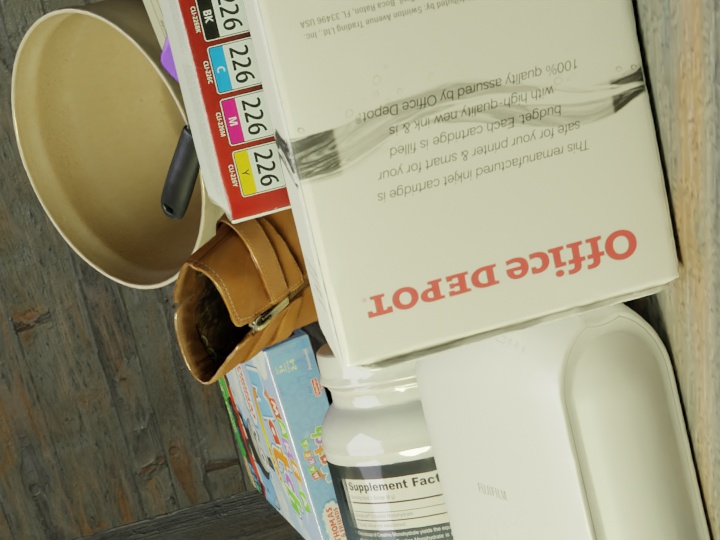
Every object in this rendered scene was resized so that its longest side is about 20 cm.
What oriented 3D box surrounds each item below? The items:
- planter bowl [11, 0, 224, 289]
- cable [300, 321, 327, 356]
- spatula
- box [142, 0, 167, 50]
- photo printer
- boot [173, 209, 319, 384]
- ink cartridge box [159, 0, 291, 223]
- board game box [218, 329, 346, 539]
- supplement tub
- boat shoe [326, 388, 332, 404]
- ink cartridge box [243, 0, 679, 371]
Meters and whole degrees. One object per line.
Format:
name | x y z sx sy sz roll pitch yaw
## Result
planter bowl | -0.134 -0.106 1.137 0.199 0.134 0.202 23 127 34
cable | 0.000 0.000 1.054 0.199 0.069 0.201 30 140 27
spatula | -0.103 -0.091 0.979 0.056 0.021 0.201 38 148 12
box | -0.040 -0.164 0.919 0.199 0.078 0.096 14 133 45
photo printer | 0.093 0.102 0.743 0.166 0.069 0.202 -178 74 -68
boot | -0.038 0.017 0.912 0.076 0.156 0.201 24 142 20
ink cartridge box | -0.004 -0.144 0.713 0.084 0.174 0.202 -143 38 -73
board game box | -0.057 0.100 1.104 0.200 0.036 0.153 -158 50 -69
supplement tub | 0.057 0.127 0.892 0.140 0.139 0.202 -157 53 -82
boat shoe | 0.012 0.120 1.136 0.200 0.067 0.072 50 149 24
ink cartridge box | 0.033 -0.078 0.643 0.084 0.143 0.202 -129 26 -76
